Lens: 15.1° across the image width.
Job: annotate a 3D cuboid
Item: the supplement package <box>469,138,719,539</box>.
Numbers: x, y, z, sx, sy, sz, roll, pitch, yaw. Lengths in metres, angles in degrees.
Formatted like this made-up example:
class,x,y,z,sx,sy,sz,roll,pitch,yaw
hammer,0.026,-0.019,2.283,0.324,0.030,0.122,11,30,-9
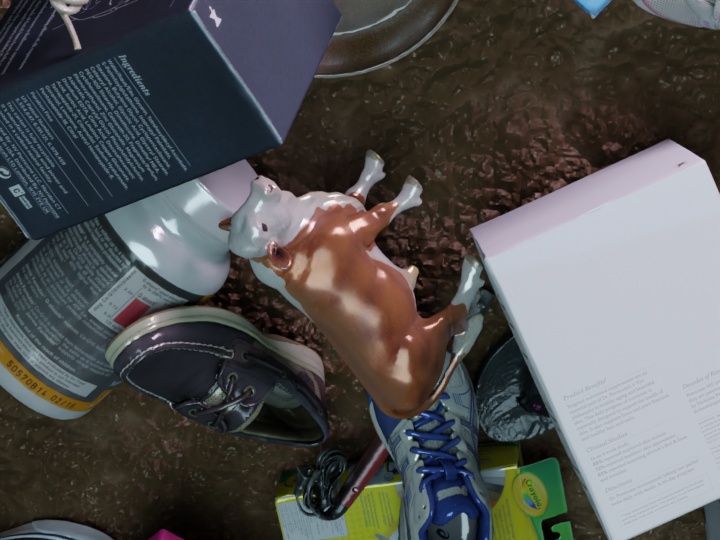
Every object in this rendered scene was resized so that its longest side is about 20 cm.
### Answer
class,x,y,z,sx,sy,sz,roll,pitch,yaw
supplement package,0.181,0.041,1.740,0.152,0.151,0.200,-24,98,2

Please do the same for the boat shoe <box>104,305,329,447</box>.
class,x,y,z,sx,sy,sz,roll,pitch,yaw
boat shoe,-0.086,0.075,1.796,0.072,0.065,0.200,-39,148,21

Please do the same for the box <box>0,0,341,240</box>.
class,x,y,z,sx,sy,sz,roll,pitch,yaw
box,-0.134,-0.128,1.688,0.200,0.148,0.107,-20,119,30

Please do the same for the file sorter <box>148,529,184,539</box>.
class,x,y,z,sx,sy,sz,roll,pitch,yaw
file sorter,-0.103,0.302,1.889,0.200,0.126,0.139,31,133,-21

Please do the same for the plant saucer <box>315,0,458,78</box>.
class,x,y,z,sx,sy,sz,roll,pitch,yaw
plant saucer,-0.026,-0.220,1.729,0.200,0.032,0.200,3,117,5

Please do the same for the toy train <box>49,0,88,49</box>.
class,x,y,z,sx,sy,sz,roll,pitch,yaw
toy train,-0.155,-0.232,1.657,0.116,0.200,0.085,-31,147,6

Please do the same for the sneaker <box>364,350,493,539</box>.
class,x,y,z,sx,sy,sz,roll,pitch,yaw
sneaker,0.057,0.129,1.809,0.075,0.088,0.200,-16,103,-11

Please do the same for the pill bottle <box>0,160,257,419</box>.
class,x,y,z,sx,sy,sz,roll,pitch,yaw
pill bottle,-0.159,-0.003,1.794,0.116,0.116,0.200,43,110,-15

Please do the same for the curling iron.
class,x,y,z,sx,sy,sz,roll,pitch,yaw
curling iron,0.026,0.092,1.850,0.200,0.026,0.050,-49,136,4

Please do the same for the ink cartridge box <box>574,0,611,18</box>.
class,x,y,z,sx,sy,sz,roll,pitch,yaw
ink cartridge box,0.163,-0.281,1.641,0.129,0.125,0.200,41,111,-14

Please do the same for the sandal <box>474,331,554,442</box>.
class,x,y,z,sx,sy,sz,roll,pitch,yaw
sandal,0.158,0.054,1.838,0.200,0.048,0.075,-34,108,17

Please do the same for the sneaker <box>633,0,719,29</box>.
class,x,y,z,sx,sy,sz,roll,pitch,yaw
sneaker,0.263,-0.179,1.703,0.200,0.088,0.081,4,115,2

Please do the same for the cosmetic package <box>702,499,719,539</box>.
class,x,y,z,sx,sy,sz,roll,pitch,yaw
cosmetic package,0.340,0.184,1.804,0.165,0.200,0.165,-35,108,16

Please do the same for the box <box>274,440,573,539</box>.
class,x,y,z,sx,sy,sz,roll,pitch,yaw
box,0.049,0.185,1.907,0.200,0.048,0.117,-7,114,9

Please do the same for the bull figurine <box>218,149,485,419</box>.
class,x,y,z,sx,sy,sz,roll,pitch,yaw
bull figurine,0.000,0.000,1.739,0.121,0.065,0.200,-43,114,-15

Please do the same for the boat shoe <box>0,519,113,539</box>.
class,x,y,z,sx,sy,sz,roll,pitch,yaw
boat shoe,-0.269,0.224,1.931,0.200,0.068,0.072,-1,115,3
